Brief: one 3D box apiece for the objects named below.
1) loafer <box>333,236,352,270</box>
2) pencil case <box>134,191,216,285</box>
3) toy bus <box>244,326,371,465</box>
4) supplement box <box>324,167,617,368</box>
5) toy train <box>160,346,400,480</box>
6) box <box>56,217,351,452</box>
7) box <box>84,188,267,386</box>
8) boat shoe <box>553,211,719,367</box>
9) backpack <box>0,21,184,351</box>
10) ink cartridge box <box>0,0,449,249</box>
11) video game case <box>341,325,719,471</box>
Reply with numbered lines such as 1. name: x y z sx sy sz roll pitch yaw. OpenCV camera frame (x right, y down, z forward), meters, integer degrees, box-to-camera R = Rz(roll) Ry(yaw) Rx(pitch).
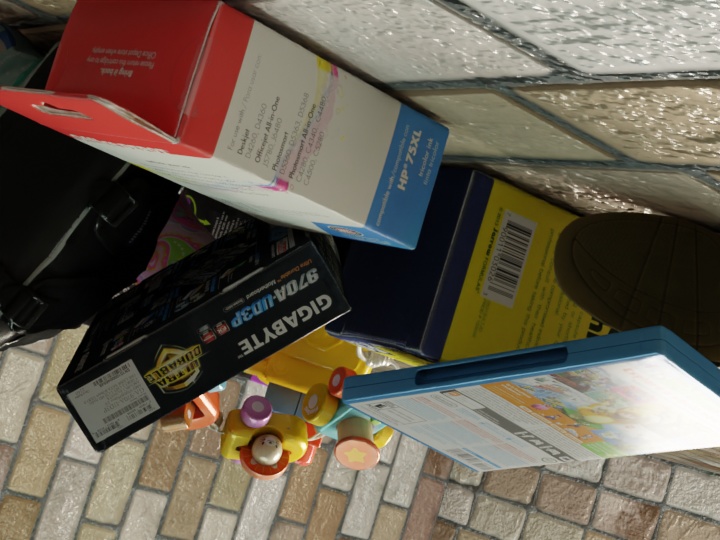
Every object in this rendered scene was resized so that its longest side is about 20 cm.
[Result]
1. loafer: 0.000 0.000 0.958 0.199 0.072 0.063 6 171 41
2. pencil case: -0.140 -0.009 1.057 0.087 0.088 0.200 24 -163 -43
3. toy bus: -0.034 0.058 1.141 0.135 0.193 0.200 16 179 -2
4. supplement box: 0.099 0.022 0.848 0.199 0.110 0.109 21 173 -30
5. toy train: -0.059 0.104 1.000 0.199 0.056 0.150 -8 143 8
6. box: -0.088 0.022 0.823 0.046 0.159 0.200 60 -178 -11
7. box: -0.139 0.007 1.228 0.199 0.144 0.036 21 174 -22
8. boat shoe: 0.197 0.022 0.749 0.200 0.072 0.066 13 167 1
9. backpack: -0.189 -0.042 0.822 0.150 0.178 0.200 40 -178 8
10. ink cartridge box: -0.067 -0.075 0.662 0.116 0.068 0.200 12 172 45
11. video game case: 0.110 0.077 0.777 0.199 0.018 0.143 -12 150 36
